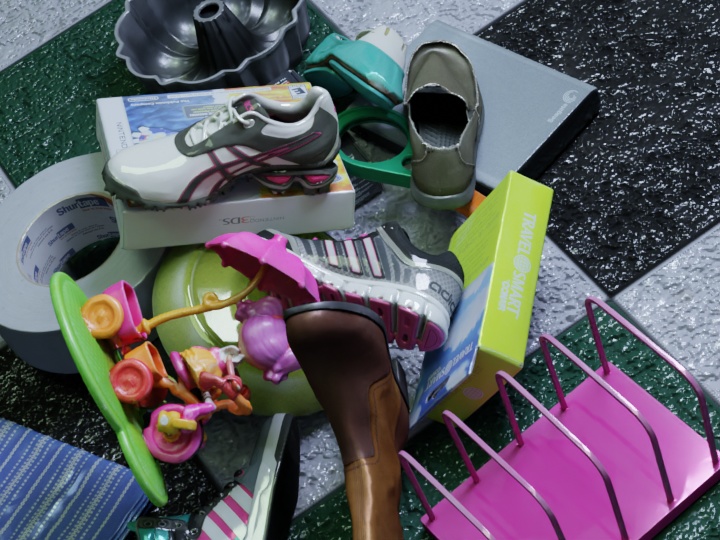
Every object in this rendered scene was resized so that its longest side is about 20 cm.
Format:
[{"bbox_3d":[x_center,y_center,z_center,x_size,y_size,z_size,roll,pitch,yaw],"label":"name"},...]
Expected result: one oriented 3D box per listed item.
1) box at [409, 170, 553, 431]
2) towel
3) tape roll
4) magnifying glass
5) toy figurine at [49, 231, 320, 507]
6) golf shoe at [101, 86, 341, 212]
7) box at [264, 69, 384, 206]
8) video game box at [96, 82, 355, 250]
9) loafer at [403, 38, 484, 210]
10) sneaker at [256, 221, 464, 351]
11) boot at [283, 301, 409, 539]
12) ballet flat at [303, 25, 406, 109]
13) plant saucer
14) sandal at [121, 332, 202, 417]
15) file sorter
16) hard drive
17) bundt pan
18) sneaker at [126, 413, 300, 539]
[{"bbox_3d":[0.097,0.032,1.458,0.048,0.122,0.200,23,54,-13],"label":"box"},{"bbox_3d":[-0.278,0.205,1.525,0.200,0.024,0.145,16,59,32],"label":"towel"},{"bbox_3d":[-0.243,-0.009,1.603,0.200,0.066,0.201,-12,50,15],"label":"tape roll"},{"bbox_3d":[0.052,-0.087,1.594,0.200,0.022,0.080,33,56,30],"label":"magnifying glass"},{"bbox_3d":[-0.115,0.054,1.401,0.184,0.150,0.200,-25,77,2],"label":"toy figurine"},{"bbox_3d":[-0.114,-0.105,1.480,0.199,0.088,0.077,-9,42,-15],"label":"golf shoe"},{"bbox_3d":[-0.102,-0.079,1.675,0.200,0.049,0.161,-33,51,-6],"label":"box"},{"bbox_3d":[-0.121,-0.094,1.571,0.199,0.047,0.182,-6,40,-13],"label":"video game box"},{"bbox_3d":[0.075,-0.141,1.583,0.075,0.070,0.200,-2,45,-1],"label":"loafer"},{"bbox_3d":[0.000,0.000,1.468,0.200,0.074,0.087,17,52,30],"label":"sneaker"},{"bbox_3d":[-0.008,0.140,1.343,0.068,0.188,0.200,-7,59,11],"label":"boot"},{"bbox_3d":[0.003,-0.191,1.638,0.070,0.067,0.200,-53,20,-5],"label":"ballet flat"},{"bbox_3d":[-0.073,0.028,1.520,0.199,0.031,0.200,8,56,-12],"label":"plant saucer"},{"bbox_3d":[-0.184,0.084,1.581,0.075,0.048,0.200,-42,37,-14],"label":"sandal"},{"bbox_3d":[0.147,0.138,1.346,0.200,0.126,0.139,-38,49,-12],"label":"file sorter"},{"bbox_3d":[0.101,-0.146,1.662,0.200,0.033,0.140,29,67,36],"label":"hard drive"},{"bbox_3d":[-0.138,-0.232,1.797,0.201,0.076,0.202,-11,49,13],"label":"bundt pan"},{"bbox_3d":[-0.121,0.199,1.434,0.120,0.084,0.200,5,55,13],"label":"sneaker"}]
